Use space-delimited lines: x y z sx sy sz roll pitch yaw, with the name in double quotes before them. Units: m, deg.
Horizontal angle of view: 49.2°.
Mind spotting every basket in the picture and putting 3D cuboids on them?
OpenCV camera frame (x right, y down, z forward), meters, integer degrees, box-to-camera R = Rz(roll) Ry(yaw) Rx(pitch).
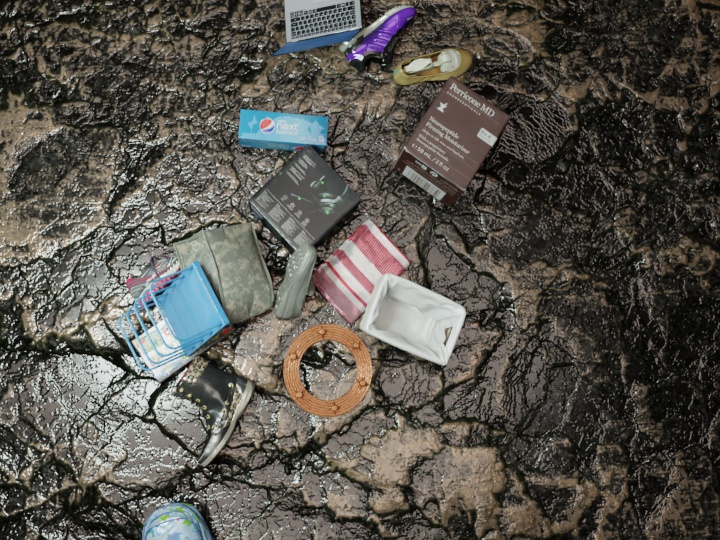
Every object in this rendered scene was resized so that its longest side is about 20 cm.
"basket" 0.107 0.107 1.697 0.197 0.123 0.137 24 81 -7

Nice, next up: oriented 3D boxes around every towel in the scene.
"towel" 0.000 0.000 1.760 0.200 0.023 0.144 -44 89 -10

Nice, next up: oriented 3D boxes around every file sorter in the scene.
"file sorter" -0.378 0.099 1.566 0.122 0.199 0.140 -25 83 -42

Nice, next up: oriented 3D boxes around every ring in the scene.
"ring" -0.071 0.219 1.725 0.197 0.019 0.204 1 81 -5

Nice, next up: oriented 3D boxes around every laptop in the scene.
"laptop" -0.099 -0.567 1.751 0.184 0.116 0.204 -6 82 15

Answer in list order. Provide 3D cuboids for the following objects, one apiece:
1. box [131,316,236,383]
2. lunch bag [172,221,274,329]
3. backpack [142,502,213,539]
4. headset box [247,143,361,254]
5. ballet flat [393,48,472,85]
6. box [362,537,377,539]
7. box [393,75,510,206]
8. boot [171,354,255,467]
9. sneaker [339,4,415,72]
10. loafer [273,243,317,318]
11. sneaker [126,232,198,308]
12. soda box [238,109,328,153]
"box" -0.379 0.140 1.696 0.199 0.035 0.111 -35 87 -9
"lunch bag" -0.278 0.015 1.647 0.116 0.163 0.203 -20 89 33
"backpack" -0.368 0.575 1.597 0.160 0.154 0.203 -14 71 -1
"headset box" -0.118 -0.150 1.733 0.174 0.093 0.200 44 80 2
"ballet flat" 0.173 -0.474 1.821 0.197 0.063 0.070 -18 85 -8
"box" -0.045 0.654 1.640 0.196 0.079 0.144 -10 81 -7
"box" 0.198 -0.282 1.746 0.165 0.164 0.202 33 80 0
"boot" -0.328 0.290 1.650 0.149 0.073 0.202 33 76 -12
"sneaker" 0.056 -0.528 1.819 0.199 0.070 0.100 -34 92 -4
"loafer" -0.128 0.024 1.677 0.069 0.201 0.071 7 43 -24
"sneaker" -0.417 -0.011 1.692 0.075 0.081 0.200 44 79 8
"soda box" -0.172 -0.311 1.764 0.196 0.064 0.069 4 81 -5
